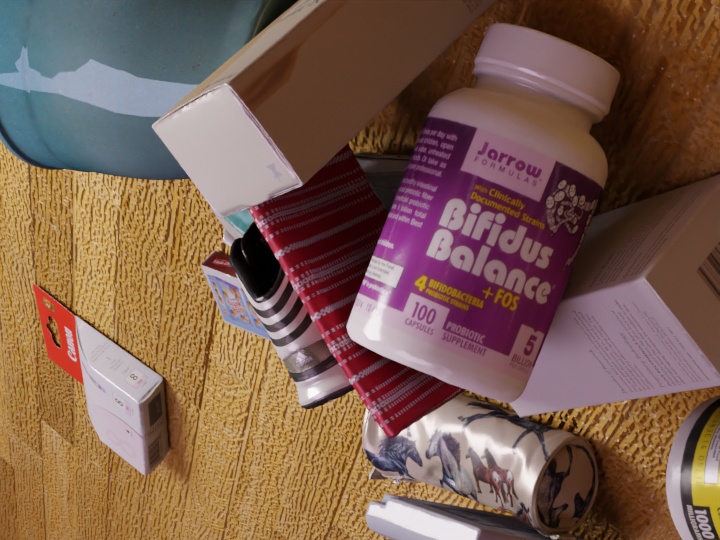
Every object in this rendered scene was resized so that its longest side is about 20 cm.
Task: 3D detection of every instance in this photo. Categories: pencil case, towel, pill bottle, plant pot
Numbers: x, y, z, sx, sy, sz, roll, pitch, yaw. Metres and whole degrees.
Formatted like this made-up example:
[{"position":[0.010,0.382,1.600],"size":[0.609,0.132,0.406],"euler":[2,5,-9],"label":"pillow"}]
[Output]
[{"position":[0.093,0.149,1.206],"size":[0.199,0.078,0.090],"euler":[16,104,41],"label":"pencil case"},{"position":[0.000,0.000,0.963],"size":[0.022,0.144,0.201],"euler":[-34,84,29],"label":"towel"},{"position":[0.290,0.129,0.903],"size":[0.200,0.112,0.113],"euler":[-7,122,55],"label":"pill bottle"},{"position":[0.076,-0.035,0.877],"size":[0.112,0.201,0.112],"euler":[21,180,0],"label":"pill bottle"},{"position":[-0.121,-0.147,1.020],"size":[0.187,0.200,0.201],"euler":[15,140,24],"label":"plant pot"}]

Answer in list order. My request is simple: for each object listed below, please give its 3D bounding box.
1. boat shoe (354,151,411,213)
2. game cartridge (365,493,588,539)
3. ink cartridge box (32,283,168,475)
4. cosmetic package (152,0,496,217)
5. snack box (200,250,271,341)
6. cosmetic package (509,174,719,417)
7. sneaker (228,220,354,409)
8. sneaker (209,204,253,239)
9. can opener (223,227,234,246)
[{"position":[0.040,-0.052,1.048],"size":[0.199,0.067,0.074],"euler":[21,122,35],"label":"boat shoe"},{"position":[0.115,0.217,1.195],"size":[0.133,0.042,0.199],"euler":[17,179,45],"label":"game cartridge"},{"position":[-0.305,0.126,1.718],"size":[0.199,0.057,0.163],"euler":[30,147,17],"label":"ink cartridge box"},{"position":[-0.017,-0.125,0.890],"size":[0.071,0.200,0.105],"euler":[53,148,-14],"label":"cosmetic package"},{"position":[-0.055,0.040,1.320],"size":[0.199,0.024,0.072],"euler":[19,142,38],"label":"snack box"},{"position":[0.160,0.019,0.939],"size":[0.085,0.108,0.200],"euler":[50,152,-11],"label":"cosmetic package"},{"position":[-0.021,0.001,1.008],"size":[0.075,0.201,0.116],"euler":[-26,101,19],"label":"sneaker"},{"position":[-0.028,-0.035,1.153],"size":[0.199,0.071,0.080],"euler":[33,148,6],"label":"sneaker"},{"position":[-0.028,0.007,1.215],"size":[0.200,0.053,0.067],"euler":[40,149,10],"label":"can opener"}]
